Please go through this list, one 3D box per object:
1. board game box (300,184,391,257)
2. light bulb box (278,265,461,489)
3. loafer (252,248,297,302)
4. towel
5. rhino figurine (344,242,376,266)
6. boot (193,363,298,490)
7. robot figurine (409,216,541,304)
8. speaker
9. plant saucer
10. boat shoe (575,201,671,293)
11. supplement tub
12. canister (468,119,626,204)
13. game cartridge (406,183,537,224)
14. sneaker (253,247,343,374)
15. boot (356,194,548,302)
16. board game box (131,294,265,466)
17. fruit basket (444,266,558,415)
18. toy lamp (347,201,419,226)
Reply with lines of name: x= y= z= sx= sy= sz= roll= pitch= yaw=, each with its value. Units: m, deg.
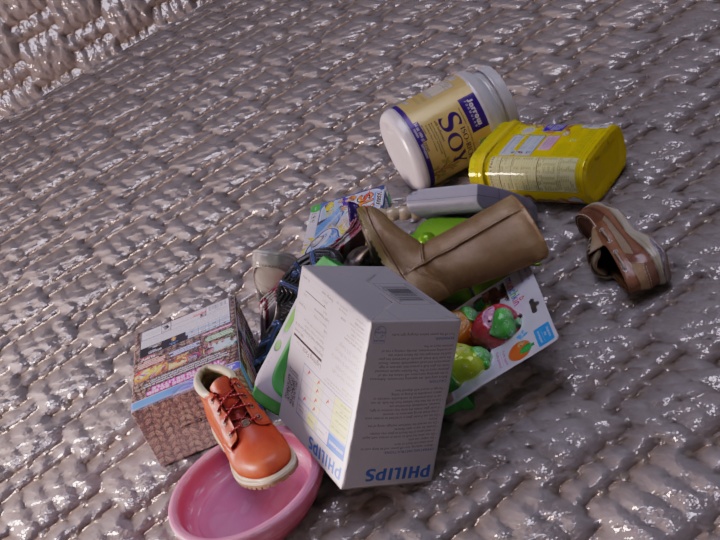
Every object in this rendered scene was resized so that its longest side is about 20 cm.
board game box: x=-0.023 y=-0.056 z=1.967 sx=0.133 sy=0.035 sz=0.201 roll=-16 pitch=30 yaw=14
light bulb box: x=0.006 y=0.119 z=1.454 sx=0.123 sy=0.203 sz=0.198 roll=1 pitch=18 yaw=-27
loafer: x=-0.119 y=0.019 z=1.779 sx=0.069 sy=0.200 sz=0.071 roll=9 pitch=75 yaw=10
towel: x=-0.070 y=0.019 z=1.778 sx=0.199 sy=0.145 sz=0.023 roll=-40 pitch=72 yaw=-20
rhino figurine: x=0.000 y=0.000 z=1.742 sx=0.087 sy=0.060 sz=0.200 roll=-38 pitch=-12 yaw=-16
boot: x=-0.144 y=0.184 z=1.480 sx=0.074 sy=0.108 sz=0.200 roll=-30 pitch=31 yaw=-17
robot figurine: x=0.144 y=-0.013 z=1.686 sx=0.198 sy=0.118 sz=0.174 roll=5 pitch=8 yaw=42
speaker: x=-0.061 y=0.087 z=1.574 sx=0.088 sy=0.088 sz=0.202 roll=32 pitch=96 yaw=57
plant saucer: x=-0.132 y=0.271 z=1.486 sx=0.198 sy=0.051 sz=0.201 roll=-19 pitch=28 yaw=10
boat shoe: x=0.329 y=-0.030 z=1.627 sx=0.071 sy=0.076 sz=0.200 roll=-29 pitch=27 yaw=-6
supplement tub: x=0.146 y=-0.235 z=2.025 sx=0.198 sy=0.147 sz=0.145 roll=-28 pitch=29 yaw=-8
canister: x=0.283 y=-0.162 z=1.868 sx=0.198 sy=0.087 sz=0.149 roll=6 pitch=39 yaw=39
game cartridge: x=0.169 y=-0.087 z=1.758 sx=0.132 sy=0.042 sz=0.199 roll=2 pitch=-6 yaw=33
sneaker: x=-0.081 y=0.061 z=1.689 sx=0.075 sy=0.077 sz=0.202 roll=28 pitch=90 yaw=19
boot: x=0.114 y=-0.045 z=1.588 sx=0.198 sy=0.066 sz=0.177 roll=-26 pitch=70 yaw=-7
board game box: x=-0.223 y=0.148 z=1.709 sx=0.157 sy=0.098 sz=0.201 roll=-21 pitch=29 yaw=4
fruit basket: x=0.139 y=0.082 z=1.530 sx=0.199 sy=0.094 sz=0.186 roll=-38 pitch=25 yaw=16
toy lamp: x=0.080 y=-0.087 z=1.887 sx=0.197 sy=0.059 sz=0.058 roll=-7 pitch=29 yaw=-1
